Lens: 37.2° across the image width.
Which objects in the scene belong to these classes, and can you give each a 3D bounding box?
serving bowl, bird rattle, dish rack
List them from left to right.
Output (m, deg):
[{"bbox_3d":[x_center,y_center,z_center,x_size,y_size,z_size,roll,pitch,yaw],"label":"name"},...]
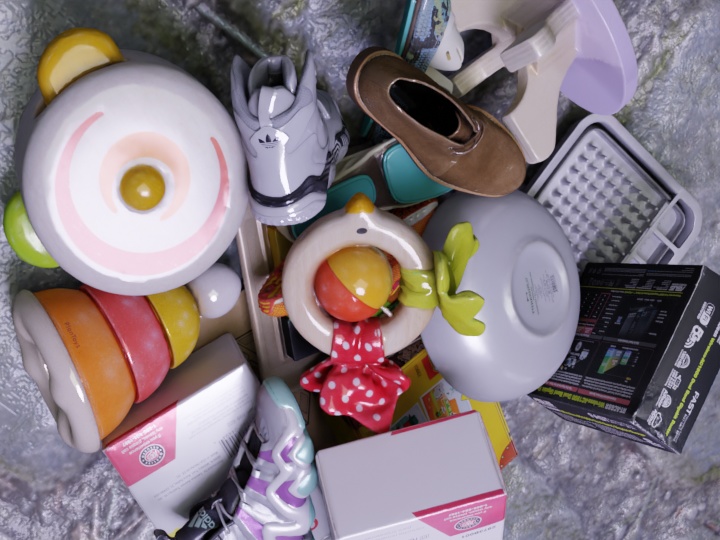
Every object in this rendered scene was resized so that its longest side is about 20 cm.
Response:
[{"bbox_3d":[0.008,0.025,0.876,0.163,0.113,0.199,42,118,-16],"label":"bird rattle"},{"bbox_3d":[0.140,0.019,0.975,0.198,0.065,0.205,5,83,-42],"label":"serving bowl"},{"bbox_3d":[0.244,-0.049,1.099,0.199,0.044,0.173,37,92,-27],"label":"dish rack"}]

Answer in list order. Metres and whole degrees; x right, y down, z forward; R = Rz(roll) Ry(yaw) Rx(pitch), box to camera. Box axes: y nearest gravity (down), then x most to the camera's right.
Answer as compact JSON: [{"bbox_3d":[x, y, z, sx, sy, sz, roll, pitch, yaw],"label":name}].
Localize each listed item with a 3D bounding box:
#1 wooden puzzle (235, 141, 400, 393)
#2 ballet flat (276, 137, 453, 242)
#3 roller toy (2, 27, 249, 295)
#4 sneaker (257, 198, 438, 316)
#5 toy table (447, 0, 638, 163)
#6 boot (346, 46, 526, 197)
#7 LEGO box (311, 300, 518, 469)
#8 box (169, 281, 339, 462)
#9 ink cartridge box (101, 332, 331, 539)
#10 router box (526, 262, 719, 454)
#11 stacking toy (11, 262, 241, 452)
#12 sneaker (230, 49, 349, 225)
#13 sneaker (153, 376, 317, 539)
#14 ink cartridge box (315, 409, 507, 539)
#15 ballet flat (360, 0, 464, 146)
[{"bbox_3d":[-0.023,-0.002,0.995,0.183,0.037,0.204,-21,112,-27],"label":"wooden puzzle"},{"bbox_3d":[0.009,-0.084,0.941,0.197,0.069,0.071,-21,113,-18],"label":"ballet flat"},{"bbox_3d":[-0.185,-0.083,0.869,0.179,0.140,0.204,10,102,-24],"label":"roller toy"},{"bbox_3d":[0.000,0.000,0.947,0.198,0.073,0.078,-26,116,-24],"label":"sneaker"},{"bbox_3d":[0.146,-0.201,0.948,0.117,0.184,0.201,-39,89,-20],"label":"toy table"},{"bbox_3d":[0.077,-0.109,0.883,0.198,0.075,0.074,29,96,-35],"label":"boot"},{"bbox_3d":[0.055,0.143,1.039,0.148,0.077,0.202,-37,126,-18],"label":"LEGO box"},{"bbox_3d":[-0.090,0.108,1.032,0.162,0.021,0.202,-30,115,-10],"label":"box"},{"bbox_3d":[-0.129,0.186,0.984,0.144,0.083,0.202,-30,114,-8],"label":"ink cartridge box"},{"bbox_3d":[0.249,0.074,0.988,0.062,0.200,0.152,32,81,-17],"label":"router box"},{"bbox_3d":[-0.188,0.052,0.927,0.198,0.145,0.149,-26,115,-24],"label":"stacking toy"},{"bbox_3d":[-0.055,-0.132,0.870,0.073,0.201,0.117,-2,123,8],"label":"sneaker"},{"bbox_3d":[-0.108,0.195,0.905,0.137,0.078,0.204,-10,109,-17],"label":"sneaker"},{"bbox_3d":[0.045,0.222,0.926,0.142,0.085,0.202,-13,142,-6],"label":"ink cartridge box"},{"bbox_3d":[0.054,-0.180,0.924,0.073,0.075,0.201,-7,152,-18],"label":"ballet flat"}]
